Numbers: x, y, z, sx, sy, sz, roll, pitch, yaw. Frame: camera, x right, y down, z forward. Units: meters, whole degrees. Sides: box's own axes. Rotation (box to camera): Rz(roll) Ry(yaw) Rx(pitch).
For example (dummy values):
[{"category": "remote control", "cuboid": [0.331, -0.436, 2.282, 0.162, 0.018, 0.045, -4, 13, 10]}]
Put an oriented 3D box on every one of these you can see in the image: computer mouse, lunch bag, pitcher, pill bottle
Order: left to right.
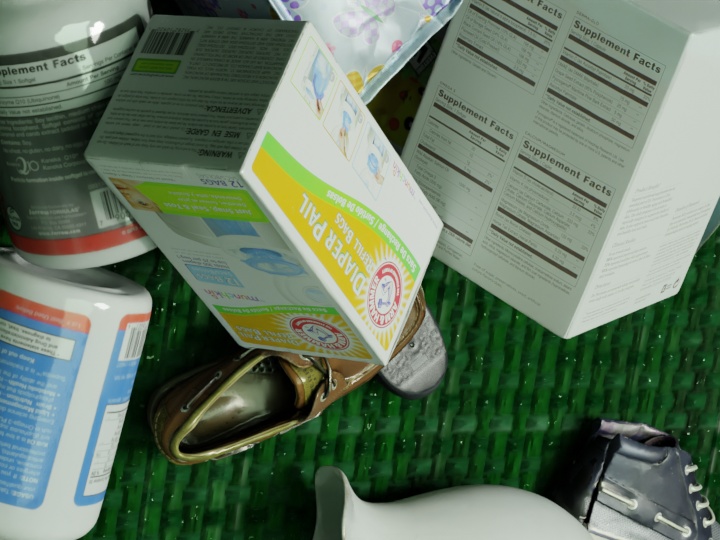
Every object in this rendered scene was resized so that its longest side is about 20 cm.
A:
[{"category": "pill bottle", "cuboid": [-0.200, 0.096, 1.388, 0.112, 0.112, 0.201, 11, 99, -32]}, {"category": "pill bottle", "cuboid": [-0.169, -0.112, 1.341, 0.115, 0.116, 0.201, -22, 115, -23]}, {"category": "lunch bag", "cuboid": [-0.065, -0.205, 1.342, 0.127, 0.169, 0.200, -44, 124, -15]}, {"category": "computer mouse", "cuboid": [0.000, 0.000, 1.530, 0.058, 0.034, 0.201, -35, 113, -21]}, {"category": "pitcher", "cuboid": [0.049, 0.222, 1.583, 0.199, 0.122, 0.172, 10, 121, -22]}]

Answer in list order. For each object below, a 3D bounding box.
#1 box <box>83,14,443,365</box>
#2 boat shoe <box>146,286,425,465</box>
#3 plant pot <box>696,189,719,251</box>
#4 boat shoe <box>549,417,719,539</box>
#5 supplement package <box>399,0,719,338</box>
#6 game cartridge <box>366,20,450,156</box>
[{"category": "box", "cuboid": [-0.049, -0.043, 1.324, 0.200, 0.112, 0.102, 55, 51, -48]}, {"category": "boat shoe", "cuboid": [-0.039, 0.067, 1.476, 0.199, 0.068, 0.072, -33, 107, -6]}, {"category": "plant pot", "cuboid": [0.220, -0.121, 1.542, 0.135, 0.200, 0.200, 38, 83, 4]}, {"category": "boat shoe", "cuboid": [0.231, 0.171, 1.684, 0.199, 0.075, 0.093, 17, 103, -32]}, {"category": "supplement package", "cuboid": [0.136, -0.093, 1.408, 0.151, 0.150, 0.201, -17, 134, -55]}, {"category": "game cartridge", "cuboid": [0.026, -0.096, 1.491, 0.200, 0.040, 0.134, -48, 125, -19]}]
